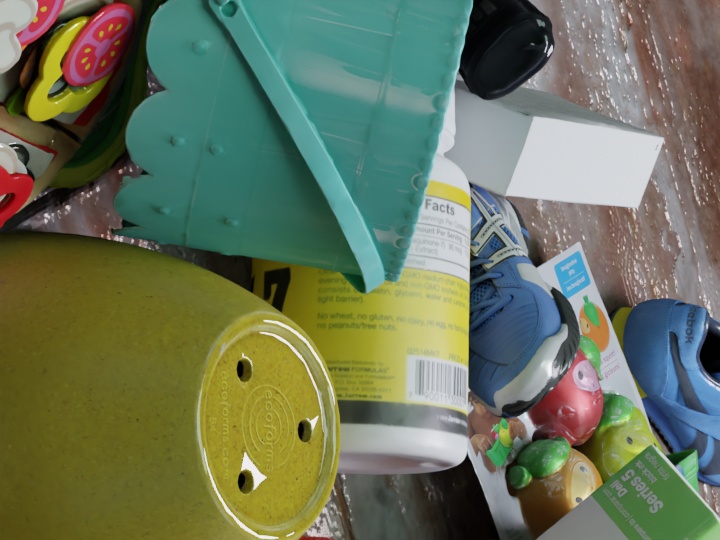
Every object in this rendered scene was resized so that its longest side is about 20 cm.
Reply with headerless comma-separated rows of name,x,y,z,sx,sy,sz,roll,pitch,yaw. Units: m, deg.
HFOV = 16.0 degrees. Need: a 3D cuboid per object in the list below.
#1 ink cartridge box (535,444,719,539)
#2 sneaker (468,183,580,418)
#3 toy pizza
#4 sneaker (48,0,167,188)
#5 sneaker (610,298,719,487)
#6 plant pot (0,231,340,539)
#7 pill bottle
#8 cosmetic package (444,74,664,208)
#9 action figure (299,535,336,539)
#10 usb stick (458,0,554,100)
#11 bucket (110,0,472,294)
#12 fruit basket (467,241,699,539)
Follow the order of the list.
ink cartridge box,0.132,0.217,1.395,0.200,0.084,0.146,-39,125,1
sneaker,0.057,0.008,1.384,0.077,0.076,0.200,37,14,-31
toy pizza,-0.163,-0.069,1.068,0.200,0.032,0.200,-35,154,-20
sneaker,-0.132,-0.141,1.191,0.084,0.074,0.200,28,63,-53
sneaker,0.236,0.084,1.658,0.200,0.078,0.066,46,48,-42
plant pot,-0.095,0.075,1.151,0.200,0.142,0.200,10,77,-52
pill bottle,0.000,0.000,1.316,0.114,0.114,0.200,16,72,-52
cosmetic package,0.095,-0.072,1.450,0.200,0.083,0.051,2,108,-63
action figure,-0.015,0.212,1.286,0.099,0.065,0.200,-27,81,-35
usb stick,0.074,-0.127,1.407,0.033,0.055,0.200,43,7,-9
bucket,-0.026,-0.093,1.181,0.207,0.135,0.207,-166,-90,-90
fruit basket,0.126,0.100,1.493,0.185,0.094,0.200,-28,104,-52
